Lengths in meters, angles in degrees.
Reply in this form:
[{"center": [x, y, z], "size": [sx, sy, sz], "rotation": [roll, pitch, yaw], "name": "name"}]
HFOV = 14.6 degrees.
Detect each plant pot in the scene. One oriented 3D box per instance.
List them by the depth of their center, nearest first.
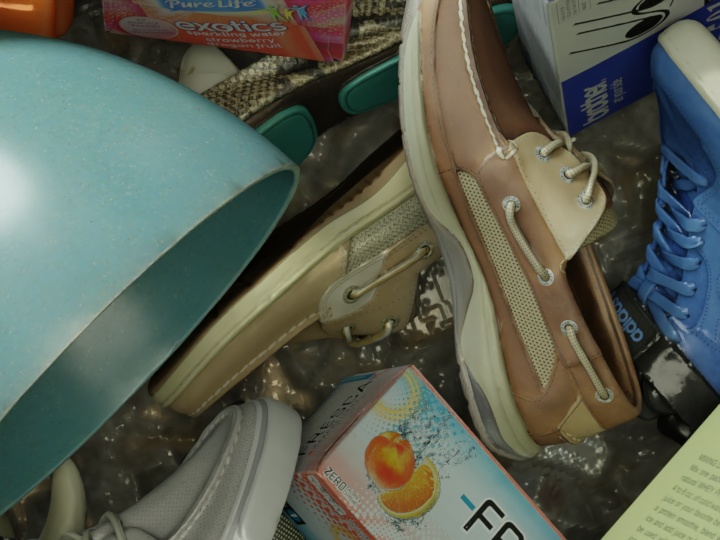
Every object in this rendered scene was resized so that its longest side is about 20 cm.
[{"center": [-0.139, -0.011, 1.045], "size": [0.135, 0.200, 0.200], "rotation": [43, 90, 7], "name": "plant pot"}]

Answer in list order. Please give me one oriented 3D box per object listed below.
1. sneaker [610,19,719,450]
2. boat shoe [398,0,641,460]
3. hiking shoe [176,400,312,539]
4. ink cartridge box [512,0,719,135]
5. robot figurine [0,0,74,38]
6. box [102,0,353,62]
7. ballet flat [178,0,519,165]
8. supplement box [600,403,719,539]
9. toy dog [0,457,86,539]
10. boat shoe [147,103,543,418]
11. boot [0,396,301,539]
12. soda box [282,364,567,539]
[{"center": [0.133, 0.000, 1.128], "size": [0.111, 0.077, 0.200], "rotation": [-29, 128, 2], "name": "sneaker"}, {"center": [0.066, -0.026, 1.097], "size": [0.071, 0.076, 0.201], "rotation": [-9, 108, 20], "name": "boat shoe"}, {"center": [-0.055, 0.161, 1.159], "size": [0.100, 0.076, 0.201], "rotation": [22, 90, 3], "name": "hiking shoe"}, {"center": [0.108, -0.115, 1.091], "size": [0.094, 0.200, 0.044], "rotation": [-28, 77, 0], "name": "ink cartridge box"}, {"center": [-0.217, -0.120, 1.132], "size": [0.199, 0.117, 0.145], "rotation": [11, 91, 1], "name": "robot figurine"}, {"center": [-0.041, -0.196, 1.117], "size": [0.102, 0.095, 0.201], "rotation": [8, 73, -1], "name": "box"}, {"center": [-0.026, -0.082, 1.168], "size": [0.199, 0.068, 0.075], "rotation": [-34, 69, -5], "name": "ballet flat"}, {"center": [0.185, 0.147, 1.029], "size": [0.200, 0.200, 0.134], "rotation": [-48, 112, -9], "name": "supplement box"}, {"center": [-0.223, 0.070, 1.128], "size": [0.193, 0.140, 0.201], "rotation": [-20, 89, 0], "name": "toy dog"}, {"center": [0.000, 0.000, 1.160], "size": [0.200, 0.072, 0.065], "rotation": [-41, 100, -6], "name": "boat shoe"}, {"center": [-0.104, 0.122, 1.081], "size": [0.095, 0.073, 0.201], "rotation": [32, 76, -16], "name": "boot"}, {"center": [0.051, 0.133, 1.138], "size": [0.064, 0.068, 0.200], "rotation": [-46, 103, -23], "name": "soda box"}]
